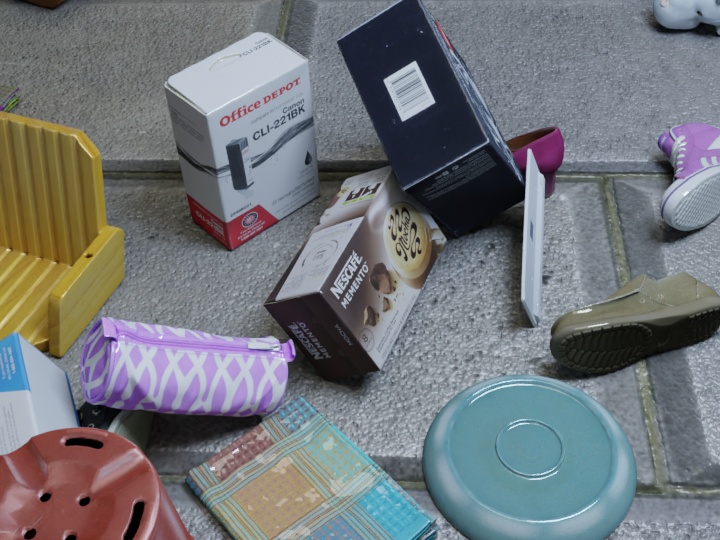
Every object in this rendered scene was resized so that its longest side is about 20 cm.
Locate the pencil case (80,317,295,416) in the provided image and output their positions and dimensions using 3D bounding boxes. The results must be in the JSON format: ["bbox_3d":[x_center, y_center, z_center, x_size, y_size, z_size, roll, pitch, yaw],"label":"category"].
[{"bbox_3d":[-0.158,0.091,0.904,0.199,0.086,0.084,7,50,-36],"label":"pencil case"}]

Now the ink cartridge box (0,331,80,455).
[{"bbox_3d":[-0.350,0.173,0.849,0.200,0.084,0.145,-32,49,1],"label":"ink cartridge box"}]

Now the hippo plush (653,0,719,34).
[{"bbox_3d":[0.502,-0.418,1.410,0.199,0.159,0.162,-3,74,21],"label":"hippo plush"}]

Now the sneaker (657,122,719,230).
[{"bbox_3d":[0.385,-0.116,1.147,0.200,0.073,0.114,-29,46,-36],"label":"sneaker"}]

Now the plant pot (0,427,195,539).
[{"bbox_3d":[-0.209,0.236,0.741,0.200,0.196,0.201,-2,45,2],"label":"plant pot"}]

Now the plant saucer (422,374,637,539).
[{"bbox_3d":[0.157,0.171,0.903,0.199,0.028,0.201,-2,45,2],"label":"plant saucer"}]

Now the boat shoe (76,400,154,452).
[{"bbox_3d":[-0.240,0.142,0.923,0.066,0.075,0.200,1,47,10],"label":"boat shoe"}]

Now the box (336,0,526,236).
[{"bbox_3d":[0.084,-0.167,1.070,0.104,0.182,0.201,-28,68,14],"label":"box"}]

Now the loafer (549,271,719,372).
[{"bbox_3d":[0.275,0.049,0.987,0.199,0.076,0.068,-8,44,-18],"label":"loafer"}]

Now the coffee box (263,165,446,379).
[{"bbox_3d":[0.000,0.000,1.005,0.080,0.113,0.200,-13,34,40],"label":"coffee box"}]

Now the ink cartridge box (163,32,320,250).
[{"bbox_3d":[-0.130,-0.147,1.110,0.144,0.201,0.084,-35,53,-27],"label":"ink cartridge box"}]

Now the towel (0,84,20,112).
[{"bbox_3d":[-0.568,-0.193,1.307,0.143,0.023,0.200,10,46,14],"label":"towel"}]

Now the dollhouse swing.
[{"bbox_3d":[-0.381,-0.043,1.041,0.199,0.176,0.182,15,48,16],"label":"dollhouse swing"}]

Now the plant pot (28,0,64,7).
[{"bbox_3d":[-0.489,-0.509,1.509,0.199,0.200,0.140,18,65,19],"label":"plant pot"}]

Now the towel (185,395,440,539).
[{"bbox_3d":[-0.047,0.210,0.880,0.146,0.022,0.200,-33,52,-26],"label":"towel"}]

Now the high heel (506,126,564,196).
[{"bbox_3d":[0.142,-0.142,1.162,0.199,0.096,0.068,3,45,6],"label":"high heel"}]

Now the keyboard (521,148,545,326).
[{"bbox_3d":[0.187,-0.039,1.059,0.011,0.056,0.201,-10,54,27],"label":"keyboard"}]
